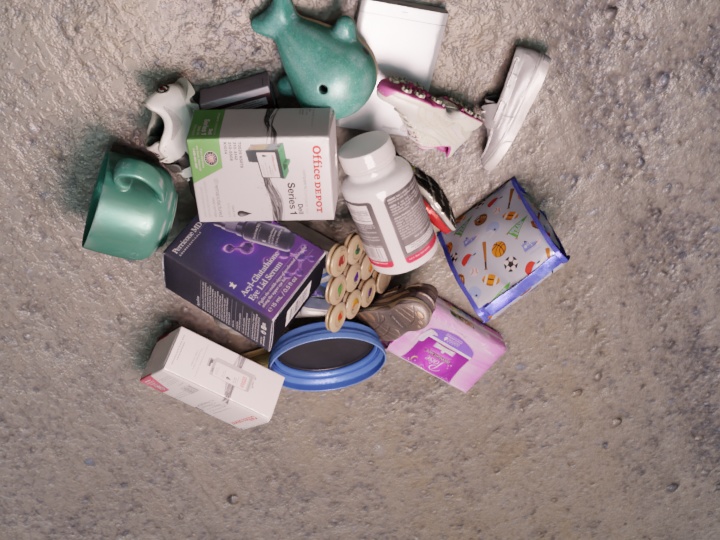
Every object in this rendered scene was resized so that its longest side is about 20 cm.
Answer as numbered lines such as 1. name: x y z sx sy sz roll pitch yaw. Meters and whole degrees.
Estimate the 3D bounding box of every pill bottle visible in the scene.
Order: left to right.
1. pill bottle: 0.037 -0.103 1.510 0.111 0.111 0.200 -20 120 4

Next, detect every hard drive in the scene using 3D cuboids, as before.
1. hard drive: 0.044 -0.302 1.505 0.132 0.027 0.200 7 121 -13

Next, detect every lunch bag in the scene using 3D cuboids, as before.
1. lunch bag: 0.235 -0.022 1.609 0.170 0.200 0.124 -39 119 14

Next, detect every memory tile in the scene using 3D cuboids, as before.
1. memory tile: 0.000 0.000 1.602 0.017 0.200 0.153 16 121 24

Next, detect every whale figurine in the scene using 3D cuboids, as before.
1. whale figurine: -0.069 -0.302 1.434 0.200 0.104 0.159 43 120 -15

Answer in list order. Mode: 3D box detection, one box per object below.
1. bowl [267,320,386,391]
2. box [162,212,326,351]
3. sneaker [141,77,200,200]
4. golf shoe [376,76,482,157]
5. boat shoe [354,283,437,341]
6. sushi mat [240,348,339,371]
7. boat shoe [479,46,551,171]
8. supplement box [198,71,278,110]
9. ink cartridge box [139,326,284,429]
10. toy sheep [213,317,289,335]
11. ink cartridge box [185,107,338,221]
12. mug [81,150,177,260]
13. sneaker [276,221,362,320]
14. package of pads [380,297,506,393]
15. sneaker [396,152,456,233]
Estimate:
1. bowl: -0.058 0.145 1.704 0.201 0.039 0.201 -6 149 -4
2. box: -0.175 -0.001 1.507 0.200 0.148 0.104 30 150 9
3. sneaker: -0.275 -0.180 1.487 0.088 0.074 0.200 -28 126 -25
4. golf shoe: 0.094 -0.225 1.502 0.200 0.075 0.092 15 116 -39
5. boat shoe: 0.065 0.066 1.675 0.075 0.200 0.073 51 59 -17
6. sushi mat: -0.142 0.167 1.779 0.200 0.012 0.096 -16 124 2
7. boat shoe: 0.222 -0.249 1.547 0.068 0.072 0.200 25 124 1
8. supplement box: -0.162 -0.188 1.524 0.109 0.061 0.200 -14 122 2
9. ink cartridge box: -0.248 0.183 1.682 0.200 0.083 0.147 29 155 -18
10. toy sheep: -0.188 0.045 1.630 0.138 0.138 0.200 -40 125 16
11. ink cartridge box: -0.134 -0.150 1.433 0.200 0.084 0.146 -1 129 3
12. mug: -0.335 -0.089 1.487 0.114 0.185 0.152 15 95 -20
13. sneaker: -0.093 0.014 1.648 0.200 0.081 0.146 24 109 -29
14. package of pads: 0.144 0.124 1.761 0.200 0.076 0.121 30 110 -25
15. sneaker: 0.068 -0.121 1.604 0.200 0.077 0.085 39 115 -16
